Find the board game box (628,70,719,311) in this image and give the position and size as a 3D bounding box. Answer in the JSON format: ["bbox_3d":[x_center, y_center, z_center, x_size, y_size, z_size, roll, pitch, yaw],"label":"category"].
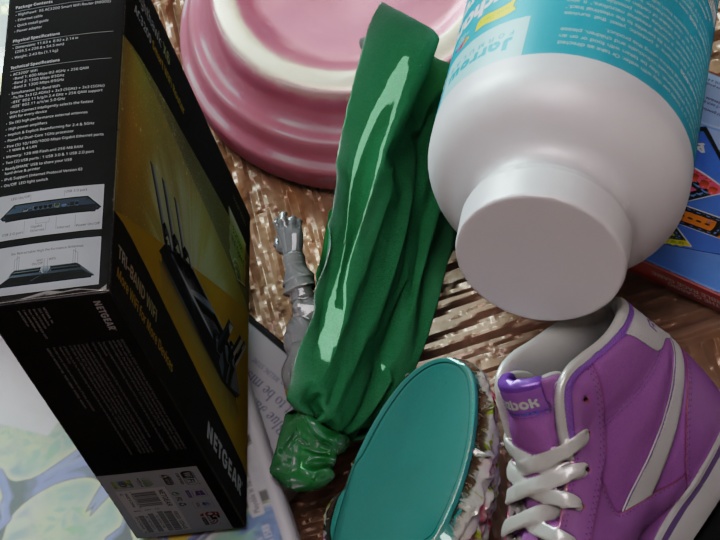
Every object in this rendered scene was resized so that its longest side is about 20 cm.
[{"bbox_3d":[0.173,-0.030,1.098,0.199,0.019,0.103,26,67,26],"label":"board game box"}]

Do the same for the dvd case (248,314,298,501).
[{"bbox_3d":[-0.114,0.094,1.100,0.200,0.018,0.142,-45,60,-13],"label":"dvd case"}]

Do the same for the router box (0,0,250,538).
[{"bbox_3d":[-0.092,-0.005,0.998,0.052,0.200,0.158,-7,58,10],"label":"router box"}]

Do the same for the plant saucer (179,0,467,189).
[{"bbox_3d":[0.006,-0.134,1.185,0.199,0.051,0.202,-7,59,11],"label":"plant saucer"}]

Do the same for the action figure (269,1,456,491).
[{"bbox_3d":[0.000,0.000,1.067,0.054,0.118,0.201,3,68,36],"label":"action figure"}]

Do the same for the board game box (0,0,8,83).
[{"bbox_3d":[-0.204,-0.094,1.147,0.199,0.024,0.105,31,67,32],"label":"board game box"}]

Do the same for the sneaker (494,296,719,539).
[{"bbox_3d":[0.072,0.102,0.982,0.072,0.114,0.201,-3,50,45],"label":"sneaker"}]

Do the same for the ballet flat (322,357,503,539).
[{"bbox_3d":[0.018,0.134,1.015,0.075,0.064,0.201,1,58,33],"label":"ballet flat"}]

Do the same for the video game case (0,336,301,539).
[{"bbox_3d":[-0.130,0.090,1.082,0.181,0.022,0.201,-21,57,1],"label":"video game case"}]

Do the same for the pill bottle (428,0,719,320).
[{"bbox_3d":[0.090,-0.073,1.042,0.110,0.111,0.201,0,43,15],"label":"pill bottle"}]

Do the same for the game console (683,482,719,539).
[{"bbox_3d":[0.185,0.174,0.975,0.175,0.116,0.200,35,72,-2],"label":"game console"}]
